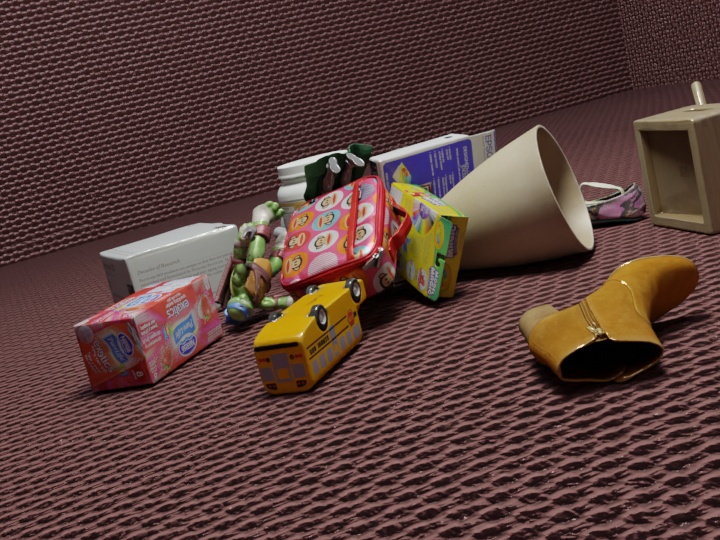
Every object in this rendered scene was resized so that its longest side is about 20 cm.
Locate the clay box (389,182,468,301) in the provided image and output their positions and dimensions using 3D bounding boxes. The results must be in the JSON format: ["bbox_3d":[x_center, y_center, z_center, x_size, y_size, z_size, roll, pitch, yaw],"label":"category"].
[{"bbox_3d":[0.089,-0.041,1.332,0.047,0.115,0.200,2,19,-23],"label":"clay box"}]

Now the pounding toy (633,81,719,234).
[{"bbox_3d":[0.486,-0.167,1.371,0.142,0.185,0.200,-16,11,-11],"label":"pounding toy"}]

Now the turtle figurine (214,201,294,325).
[{"bbox_3d":[-0.121,-0.016,1.433,0.143,0.200,0.194,23,42,-9],"label":"turtle figurine"}]

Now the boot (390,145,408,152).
[{"bbox_3d":[0.106,-0.148,1.777,0.072,0.167,0.200,-12,3,13],"label":"boot"}]

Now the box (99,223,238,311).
[{"bbox_3d":[-0.311,0.007,1.637,0.199,0.131,0.199,-19,11,-24],"label":"box"}]

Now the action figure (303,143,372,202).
[{"bbox_3d":[-0.044,-0.093,1.456,0.118,0.200,0.055,-17,55,-26],"label":"action figure"}]

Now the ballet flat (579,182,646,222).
[{"bbox_3d":[0.343,-0.101,1.517,0.199,0.071,0.069,-10,12,23],"label":"ballet flat"}]

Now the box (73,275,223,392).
[{"bbox_3d":[-0.282,0.082,1.314,0.099,0.096,0.200,-10,12,22],"label":"box"}]

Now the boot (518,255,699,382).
[{"bbox_3d":[0.256,0.051,0.909,0.200,0.071,0.144,-18,17,-6],"label":"boot"}]

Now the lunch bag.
[{"bbox_3d":[-0.014,-0.037,1.306,0.176,0.082,0.200,-20,35,18],"label":"lunch bag"}]

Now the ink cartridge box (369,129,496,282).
[{"bbox_3d":[0.119,-0.100,1.467,0.199,0.199,0.043,-17,25,-19],"label":"ink cartridge box"}]

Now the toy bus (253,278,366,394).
[{"bbox_3d":[-0.051,0.070,1.132,0.065,0.079,0.200,-10,12,23],"label":"toy bus"}]

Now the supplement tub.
[{"bbox_3d":[-0.057,-0.090,1.621,0.144,0.201,0.144,-13,11,2],"label":"supplement tub"}]

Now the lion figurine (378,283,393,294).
[{"bbox_3d":[0.000,0.000,1.435,0.072,0.122,0.200,-47,32,-1],"label":"lion figurine"}]

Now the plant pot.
[{"bbox_3d":[0.202,-0.078,1.378,0.199,0.188,0.187,-24,6,24],"label":"plant pot"}]

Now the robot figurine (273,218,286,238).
[{"bbox_3d":[-0.082,-0.087,1.863,0.169,0.113,0.200,-20,12,-22],"label":"robot figurine"}]
